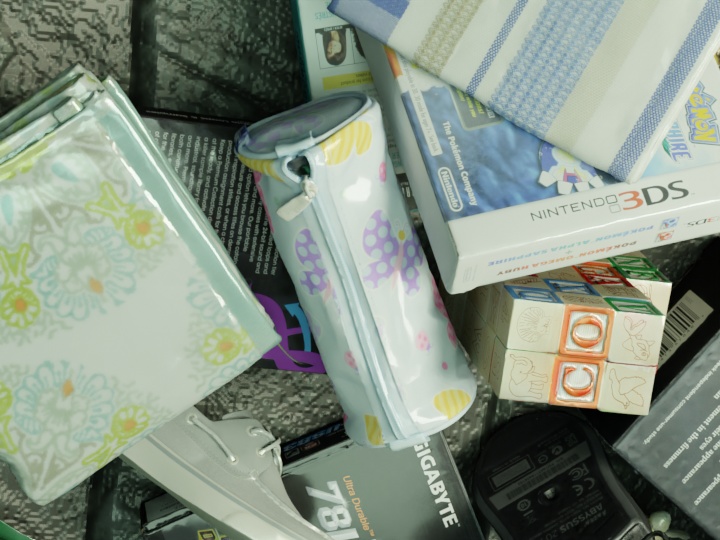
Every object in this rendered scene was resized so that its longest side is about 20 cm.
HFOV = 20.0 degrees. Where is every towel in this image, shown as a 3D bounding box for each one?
[{"bbox_3d":[-0.162,0.008,1.122,0.171,0.048,0.200,-33,112,1],"label":"towel"},{"bbox_3d":[0.099,-0.153,1.088,0.200,0.024,0.147,31,96,12],"label":"towel"}]

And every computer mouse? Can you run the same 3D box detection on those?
[{"bbox_3d":[0.126,0.166,1.242,0.138,0.200,0.053,-29,126,7],"label":"computer mouse"}]

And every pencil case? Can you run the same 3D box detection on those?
[{"bbox_3d":[0.000,0.000,1.139,0.083,0.091,0.201,-21,113,-2],"label":"pencil case"}]

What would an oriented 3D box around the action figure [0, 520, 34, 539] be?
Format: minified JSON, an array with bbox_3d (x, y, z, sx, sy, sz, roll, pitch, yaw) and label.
[{"bbox_3d":[-0.190,0.219,1.275,0.199,0.055,0.118,22,97,-17],"label":"action figure"}]

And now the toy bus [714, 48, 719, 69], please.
[{"bbox_3d":[0.179,-0.127,1.223,0.199,0.078,0.065,-4,61,-8],"label":"toy bus"}]

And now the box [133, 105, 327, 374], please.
[{"bbox_3d":[-0.092,-0.018,1.175,0.199,0.036,0.144,7,105,-16],"label":"box"}]

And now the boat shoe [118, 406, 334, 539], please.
[{"bbox_3d":[-0.085,0.113,1.227,0.200,0.072,0.069,33,78,21],"label":"boat shoe"}]

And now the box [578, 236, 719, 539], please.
[{"bbox_3d":[0.259,0.103,1.284,0.200,0.104,0.148,42,94,-16],"label":"box"}]

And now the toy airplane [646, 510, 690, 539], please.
[{"bbox_3d":[0.208,0.251,1.291,0.141,0.199,0.201,-31,119,-28],"label":"toy airplane"}]

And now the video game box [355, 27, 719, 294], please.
[{"bbox_3d":[0.107,-0.098,1.131,0.181,0.047,0.201,-12,64,-14],"label":"video game box"}]

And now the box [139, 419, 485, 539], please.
[{"bbox_3d":[-0.014,0.203,1.299,0.198,0.050,0.201,-21,106,-1],"label":"box"}]

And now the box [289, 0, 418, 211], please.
[{"bbox_3d":[0.004,-0.134,1.214,0.082,0.049,0.201,-9,105,-5],"label":"box"}]

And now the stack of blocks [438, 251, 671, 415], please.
[{"bbox_3d":[0.119,0.025,1.194,0.115,0.200,0.059,6,103,-9],"label":"stack of blocks"}]
